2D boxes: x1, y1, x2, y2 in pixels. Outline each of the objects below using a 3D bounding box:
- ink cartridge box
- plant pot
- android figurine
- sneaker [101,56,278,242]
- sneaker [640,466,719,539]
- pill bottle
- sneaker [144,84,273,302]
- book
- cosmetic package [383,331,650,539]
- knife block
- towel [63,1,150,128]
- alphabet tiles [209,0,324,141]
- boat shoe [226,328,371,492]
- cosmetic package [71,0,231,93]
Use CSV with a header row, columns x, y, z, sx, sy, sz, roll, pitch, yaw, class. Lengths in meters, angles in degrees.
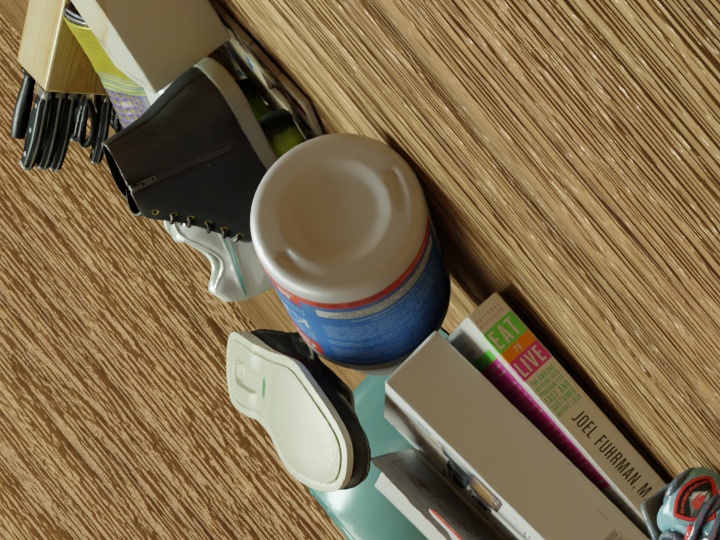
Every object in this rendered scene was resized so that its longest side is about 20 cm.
x,y,z,sx,sy,sz,roll,pitch,yaw,class
0.072,0.189,1.455,0.161,0.050,0.200,45,-168,11,ink cartridge box
0.053,0.167,1.749,0.201,0.161,0.201,50,173,9,plant pot
-0.040,-0.052,1.638,0.182,0.041,0.200,41,165,51,android figurine
-0.103,-0.044,1.542,0.201,0.106,0.075,60,168,-28,sneaker
0.188,0.151,1.118,0.096,0.079,0.200,53,173,-5,sneaker
0.000,0.000,1.409,0.112,0.112,0.200,48,172,23,pill bottle
-0.118,-0.065,1.614,0.201,0.080,0.070,60,174,-14,sneaker
0.134,0.105,1.379,0.200,0.048,0.134,49,172,3,book
0.100,0.136,1.393,0.200,0.052,0.151,44,174,9,cosmetic package
-0.242,-0.184,1.758,0.064,0.175,0.200,42,169,46,knife block
-0.157,-0.123,1.717,0.143,0.023,0.201,23,149,37,towel
-0.082,-0.149,1.607,0.200,0.008,0.167,49,173,24,alphabet tiles
-0.030,0.087,1.439,0.200,0.067,0.072,-138,53,-62,boat shoe
-0.183,-0.232,1.521,0.201,0.073,0.103,58,170,-26,cosmetic package
